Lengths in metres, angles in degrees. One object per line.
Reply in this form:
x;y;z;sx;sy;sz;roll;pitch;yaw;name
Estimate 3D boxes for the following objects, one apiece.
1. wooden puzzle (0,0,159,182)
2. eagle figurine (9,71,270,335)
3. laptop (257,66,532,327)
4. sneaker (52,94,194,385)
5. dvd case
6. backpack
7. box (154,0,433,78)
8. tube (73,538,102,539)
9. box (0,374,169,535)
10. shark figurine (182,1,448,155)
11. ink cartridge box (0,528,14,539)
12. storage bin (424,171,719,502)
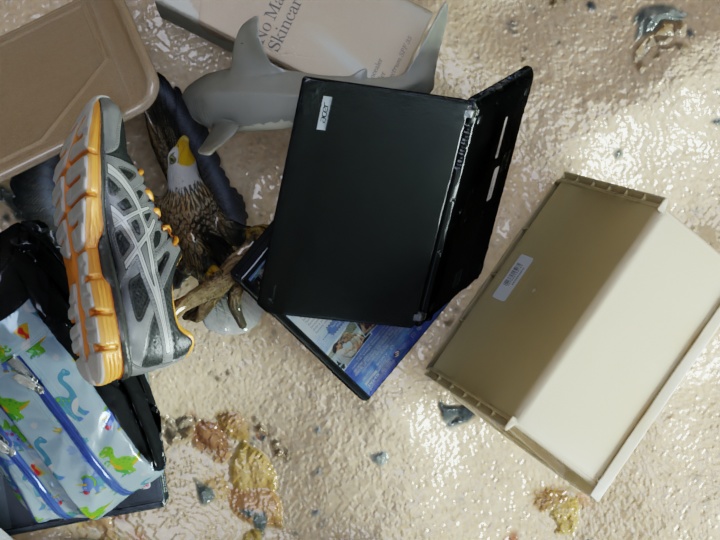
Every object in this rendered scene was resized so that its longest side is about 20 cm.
-0.250;-0.127;1.206;0.199;0.185;0.037;-30;130;1;wooden puzzle
-0.145;-0.052;1.212;0.200;0.151;0.152;35;108;31;eagle figurine
0.029;-0.062;1.169;0.103;0.200;0.178;22;116;18;laptop
-0.163;-0.022;1.099;0.077;0.078;0.202;-2;79;-25;sneaker
0.000;0.000;1.214;0.143;0.200;0.018;-49;48;-6;dvd case
-0.222;0.083;1.162;0.154;0.163;0.200;-46;106;2;backpack
-0.053;-0.200;1.254;0.199;0.078;0.095;25;89;-3;box
-0.217;0.314;1.255;0.077;0.050;0.202;5;94;1;tube
-0.244;0.098;1.254;0.158;0.046;0.202;-9;89;-4;box
-0.046;-0.143;1.150;0.213;0.128;0.090;-6;110;16;shark figurine
-0.334;0.183;1.192;0.094;0.037;0.200;-21;120;36;ink cartridge box
0.161;0.040;1.208;0.094;0.198;0.201;36;88;-20;storage bin
